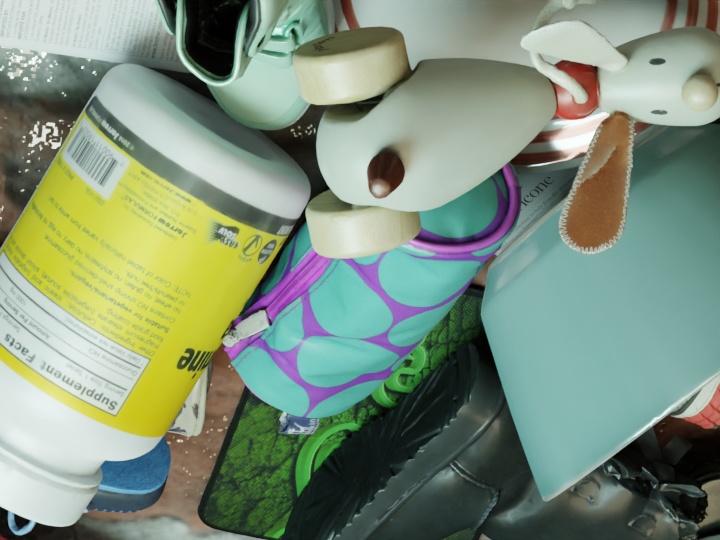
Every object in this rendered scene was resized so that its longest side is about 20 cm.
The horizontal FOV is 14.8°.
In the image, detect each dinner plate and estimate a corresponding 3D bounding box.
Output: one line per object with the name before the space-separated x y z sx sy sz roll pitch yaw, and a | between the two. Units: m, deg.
dinner plate | 0.066 -0.124 1.254 0.199 0.024 0.201 4 136 4

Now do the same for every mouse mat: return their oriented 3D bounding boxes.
mouse mat | 0.012 0.081 1.494 0.160 0.008 0.201 12 127 -14

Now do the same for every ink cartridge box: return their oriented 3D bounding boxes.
ink cartridge box | -0.110 -0.148 1.272 0.199 0.042 0.120 6 139 -12

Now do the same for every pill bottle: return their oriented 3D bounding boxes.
pill bottle | -0.118 0.014 1.297 0.112 0.112 0.200 28 101 -24

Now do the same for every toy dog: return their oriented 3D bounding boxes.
toy dog | 0.062 -0.064 1.170 0.199 0.096 0.132 -31 112 2

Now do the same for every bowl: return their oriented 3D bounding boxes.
bowl | 0.135 0.005 1.283 0.201 0.201 0.105 -39 84 23

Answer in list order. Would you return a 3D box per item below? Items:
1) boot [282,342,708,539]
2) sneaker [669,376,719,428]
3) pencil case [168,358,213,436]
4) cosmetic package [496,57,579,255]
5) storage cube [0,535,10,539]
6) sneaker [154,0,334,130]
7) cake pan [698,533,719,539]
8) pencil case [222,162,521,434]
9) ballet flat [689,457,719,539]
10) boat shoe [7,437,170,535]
boot | 0.074 0.130 1.472 0.162 0.074 0.198 30 128 -22
sneaker | 0.175 -0.002 1.397 0.082 0.078 0.201 12 126 -12
pencil case | -0.171 0.030 1.393 0.199 0.078 0.090 7 116 -11
cosmetic package | 0.104 -0.098 1.332 0.082 0.051 0.200 34 119 -25
storage cube | -0.231 0.248 1.476 0.179 0.172 0.200 27 138 -23
sneaker | -0.059 -0.106 1.193 0.073 0.119 0.201 12 142 9
cake pan | 0.214 0.197 1.544 0.199 0.037 0.201 -5 149 -3
pencil case | 0.000 0.000 1.329 0.092 0.085 0.200 -6 156 -27
ballet flat | 0.258 0.116 1.525 0.199 0.057 0.067 -2 103 -10
boat shoe | -0.197 0.085 1.446 0.199 0.084 0.069 20 133 1
